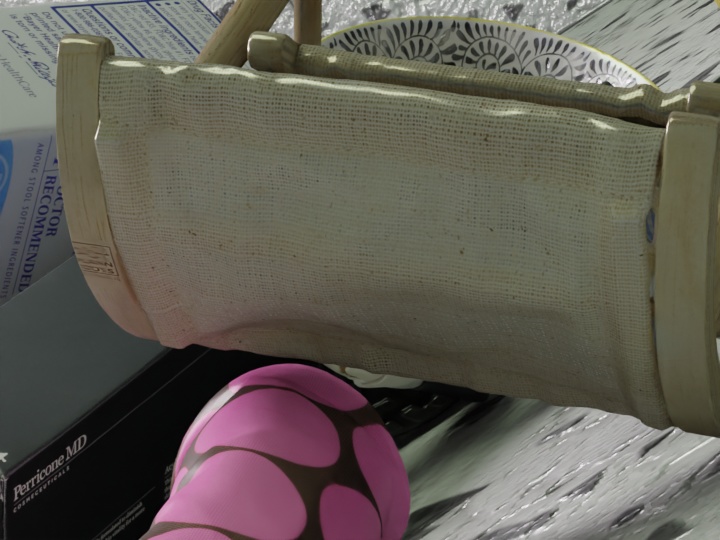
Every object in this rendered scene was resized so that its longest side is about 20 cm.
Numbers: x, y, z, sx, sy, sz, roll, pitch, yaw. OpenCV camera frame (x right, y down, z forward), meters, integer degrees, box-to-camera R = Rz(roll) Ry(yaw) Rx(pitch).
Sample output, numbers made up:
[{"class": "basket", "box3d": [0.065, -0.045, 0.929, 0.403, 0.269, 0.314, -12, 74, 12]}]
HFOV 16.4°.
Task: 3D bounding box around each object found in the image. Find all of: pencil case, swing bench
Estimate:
[{"class": "pencil case", "box3d": [-0.042, 0.104, 0.732, 0.094, 0.091, 0.200, -38, 5, 20]}, {"class": "swing bench", "box3d": [0.037, -0.030, 0.794, 0.198, 0.130, 0.200, 10, 26, 20]}]

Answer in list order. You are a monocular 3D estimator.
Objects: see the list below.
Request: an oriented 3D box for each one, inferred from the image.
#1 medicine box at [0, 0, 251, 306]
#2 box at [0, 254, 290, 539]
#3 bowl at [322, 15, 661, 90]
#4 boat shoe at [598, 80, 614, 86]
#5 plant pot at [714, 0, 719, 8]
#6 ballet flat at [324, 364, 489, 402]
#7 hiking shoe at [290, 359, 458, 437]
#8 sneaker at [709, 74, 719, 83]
[{"class": "medicine box", "box3d": [-0.152, -0.022, 1.169, 0.200, 0.103, 0.183, -9, -49, -37]}, {"class": "box", "box3d": [-0.109, 0.080, 0.988, 0.079, 0.141, 0.200, 20, 34, 23]}, {"class": "bowl", "box3d": [0.059, -0.049, 1.296, 0.200, 0.094, 0.201, 6, 29, -3]}, {"class": "boat shoe", "box3d": [0.037, -0.050, 1.105, 0.074, 0.060, 0.200, -24, 0, -44]}, {"class": "plant pot", "box3d": [0.249, -0.191, 1.287, 0.200, 0.200, 0.142, -37, -19, -32]}, {"class": "ballet flat", "box3d": [0.000, 0.000, 1.004, 0.073, 0.200, 0.073, -10, 48, 11]}, {"class": "hiking shoe", "box3d": [0.036, 0.025, 1.138, 0.200, 0.076, 0.101, -24, -3, 2]}, {"class": "sneaker", "box3d": [0.108, -0.010, 1.033, 0.200, 0.077, 0.085, -28, -8, -31]}]
